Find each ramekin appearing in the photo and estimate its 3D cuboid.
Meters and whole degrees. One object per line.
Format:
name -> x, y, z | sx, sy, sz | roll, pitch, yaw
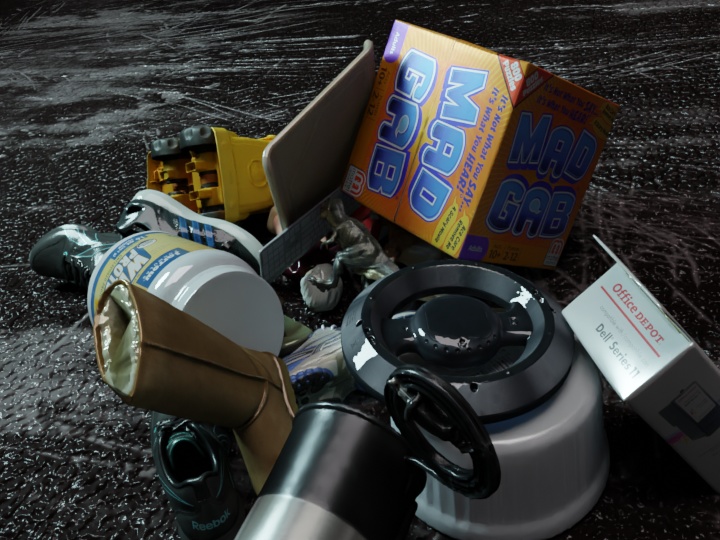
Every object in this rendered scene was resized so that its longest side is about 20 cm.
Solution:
ramekin -> 0.116, 0.122, 0.668 | 0.195, 0.100, 0.202 | -7, 33, 4

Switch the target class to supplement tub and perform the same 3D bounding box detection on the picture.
supplement tub -> -0.181, 0.044, 0.793 | 0.143, 0.148, 0.198 | -32, 28, -31

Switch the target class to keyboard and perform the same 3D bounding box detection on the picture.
keyboard -> -0.049, -0.056, 0.902 | 0.011, 0.057, 0.200 | 33, 53, 20

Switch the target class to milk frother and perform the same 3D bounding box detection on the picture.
milk frother -> -0.012, 0.180, 0.503 | 0.176, 0.203, 0.190 | 14, 48, 18

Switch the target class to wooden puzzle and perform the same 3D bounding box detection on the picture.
wooden puzzle -> -0.042, -0.138, 0.885 | 0.037, 0.186, 0.201 | 29, 67, 19

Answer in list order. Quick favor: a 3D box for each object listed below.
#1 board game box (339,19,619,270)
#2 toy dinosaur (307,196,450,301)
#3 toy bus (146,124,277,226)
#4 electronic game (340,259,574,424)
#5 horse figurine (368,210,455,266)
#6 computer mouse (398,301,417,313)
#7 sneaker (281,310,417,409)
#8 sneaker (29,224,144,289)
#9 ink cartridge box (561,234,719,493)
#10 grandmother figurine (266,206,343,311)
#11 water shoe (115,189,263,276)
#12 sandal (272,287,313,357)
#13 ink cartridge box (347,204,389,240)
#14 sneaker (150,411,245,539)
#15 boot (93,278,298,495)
board game box -> 0.133, -0.138, 0.883 | 0.197, 0.204, 0.199 | 4, 21, -45
toy dinosaur -> 0.000, 0.000, 0.824 | 0.199, 0.047, 0.089 | 42, 99, 28
toy bus -> -0.186, -0.129, 1.098 | 0.189, 0.140, 0.197 | -13, 7, -44
electronic game -> 0.080, 0.053, 0.650 | 0.194, 0.042, 0.202 | -2, 35, 1
horse figurine -> 0.077, -0.010, 0.890 | 0.196, 0.051, 0.132 | 24, 27, 19
computer mouse -> 0.023, 0.023, 0.911 | 0.057, 0.035, 0.201 | -17, 27, -4
sneaker -> -0.015, 0.082, 0.785 | 0.196, 0.079, 0.085 | -21, 30, -18
sneaker -> -0.344, -0.012, 0.995 | 0.194, 0.077, 0.080 | -3, 35, 11
ink cartridge box -> 0.236, 0.075, 0.615 | 0.067, 0.199, 0.118 | -42, 30, 13
grandmother figurine -> -0.062, -0.020, 0.969 | 0.119, 0.062, 0.201 | -21, 37, -2
water shoe -> -0.206, -0.025, 0.948 | 0.196, 0.072, 0.080 | 24, 58, 11
sandal -> -0.122, 0.045, 0.879 | 0.078, 0.059, 0.200 | -21, 32, -26
ink cartridge box -> 0.013, -0.112, 1.041 | 0.116, 0.068, 0.199 | 40, 53, 22
sneaker -> -0.152, 0.160, 0.697 | 0.074, 0.081, 0.200 | -22, 33, -17
boot -> -0.119, 0.116, 0.619 | 0.066, 0.199, 0.177 | -35, 56, 13
